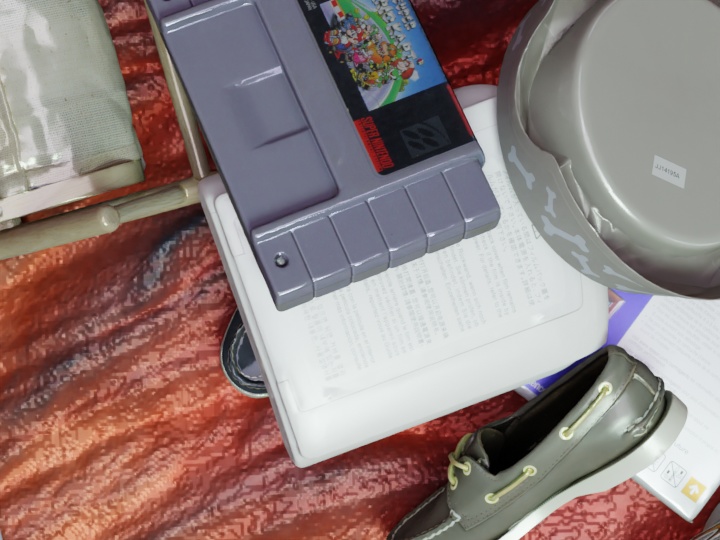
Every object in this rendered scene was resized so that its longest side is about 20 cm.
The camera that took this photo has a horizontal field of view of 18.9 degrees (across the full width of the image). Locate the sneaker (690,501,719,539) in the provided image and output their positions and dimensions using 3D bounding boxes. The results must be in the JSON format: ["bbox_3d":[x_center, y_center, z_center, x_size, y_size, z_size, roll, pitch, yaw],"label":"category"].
[{"bbox_3d":[0.215,0.179,1.237,0.200,0.082,0.078,-36,93,1],"label":"sneaker"}]

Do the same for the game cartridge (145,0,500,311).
[{"bbox_3d":[-0.021,-0.091,1.121,0.129,0.038,0.200,-23,70,-4],"label":"game cartridge"}]

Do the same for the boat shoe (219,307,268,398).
[{"bbox_3d":[0.000,0.000,1.233,0.200,0.062,0.075,-36,93,1],"label":"boat shoe"}]

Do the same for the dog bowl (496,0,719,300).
[{"bbox_3d":[0.158,-0.078,1.152,0.200,0.059,0.201,8,75,-31],"label":"dog bowl"}]

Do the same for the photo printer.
[{"bbox_3d":[0.031,-0.004,1.169,0.200,0.069,0.167,-21,99,-7],"label":"photo printer"}]

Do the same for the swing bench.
[{"bbox_3d":[-0.208,-0.106,1.185,0.200,0.130,0.199,-13,95,28],"label":"swing bench"}]

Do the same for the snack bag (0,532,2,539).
[{"bbox_3d":[-0.280,0.161,1.194,0.021,0.200,0.189,-8,97,43],"label":"snack bag"}]

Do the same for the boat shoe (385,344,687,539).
[{"bbox_3d":[0.087,0.109,1.211,0.202,0.072,0.060,-35,108,27],"label":"boat shoe"}]

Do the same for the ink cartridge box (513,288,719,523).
[{"bbox_3d":[0.171,0.007,1.246,0.198,0.043,0.200,37,93,-3],"label":"ink cartridge box"}]
